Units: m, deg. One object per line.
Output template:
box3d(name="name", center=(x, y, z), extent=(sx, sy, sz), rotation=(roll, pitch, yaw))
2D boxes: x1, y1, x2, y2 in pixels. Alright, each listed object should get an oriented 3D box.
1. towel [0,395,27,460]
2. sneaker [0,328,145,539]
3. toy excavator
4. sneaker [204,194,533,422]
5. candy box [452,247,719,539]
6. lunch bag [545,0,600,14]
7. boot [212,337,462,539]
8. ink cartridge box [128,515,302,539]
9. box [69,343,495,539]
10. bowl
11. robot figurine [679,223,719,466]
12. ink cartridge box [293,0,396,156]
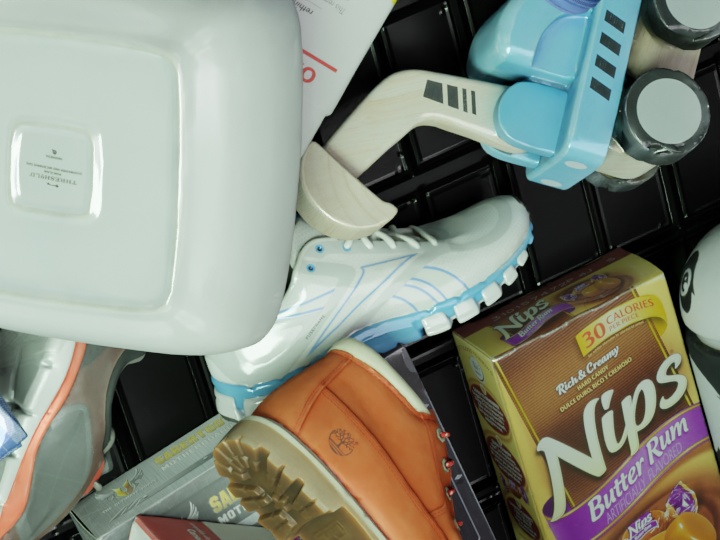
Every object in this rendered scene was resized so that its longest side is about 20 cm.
box3d(name="towel", center=(-0.267, 0.043, 1.267), extent=(0.147, 0.024, 0.200), rotation=(-36, 103, -12))
box3d(name="sneaker", center=(-0.166, 0.111, 1.387), extent=(0.082, 0.077, 0.200), rotation=(21, 98, -37))
box3d(name="toy excavator", center=(0.076, -0.092, 1.421), extent=(0.200, 0.100, 0.195), rotation=(16, 78, -8))
box3d(name="sneaker", center=(0.000, 0.000, 1.432), extent=(0.200, 0.075, 0.087), rotation=(-29, 112, -15))
box3d(name="candy box", center=(0.137, 0.101, 1.542), extent=(0.117, 0.056, 0.200), rotation=(-27, 116, -16))
box3d(name="lunch bag", center=(0.079, -0.231, 1.316), extent=(0.200, 0.161, 0.082), rotation=(44, 124, -15))
box3d(name="boot", center=(0.028, 0.127, 1.379), extent=(0.200, 0.075, 0.107), rotation=(49, 55, -9))
box3d(name="ink cartridge box", center=(-0.031, 0.203, 1.430), extent=(0.200, 0.067, 0.117), rotation=(8, 103, -27))
box3d(name="box", center=(-0.037, 0.146, 1.475), extent=(0.200, 0.048, 0.158), rotation=(-33, 117, -13))
box3d(name="bowl", center=(-0.134, -0.055, 1.281), extent=(0.200, 0.075, 0.200), rotation=(9, 106, 16))
box3d(name="robot figurine", center=(0.251, 0.058, 1.531), extent=(0.125, 0.150, 0.200), rotation=(-24, 113, -15))
box3d(name="ink cartridge box", center=(-0.042, -0.159, 1.356), extent=(0.115, 0.068, 0.200), rotation=(29, 92, -32))
